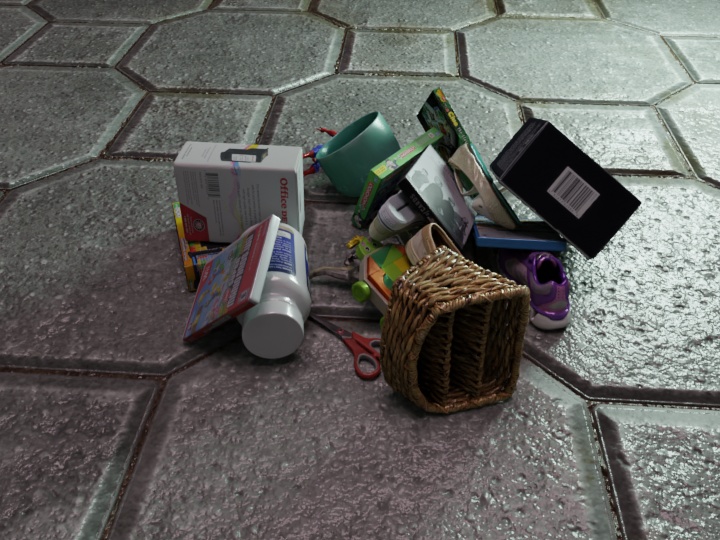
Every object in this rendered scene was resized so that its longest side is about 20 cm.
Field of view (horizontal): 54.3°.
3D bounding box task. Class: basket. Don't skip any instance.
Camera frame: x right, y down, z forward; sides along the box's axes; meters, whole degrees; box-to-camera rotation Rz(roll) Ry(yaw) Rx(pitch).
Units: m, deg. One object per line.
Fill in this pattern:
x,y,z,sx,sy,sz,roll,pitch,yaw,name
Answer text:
0.119,0.098,0.919,0.148,0.203,0.142,29,46,32,basket

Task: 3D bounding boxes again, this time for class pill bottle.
-0.135,0.030,1.072,0.117,0.121,0.202,-4,39,-5,pill bottle

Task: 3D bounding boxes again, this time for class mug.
0.012,-0.225,1.369,0.151,0.115,0.186,-16,28,44,mug

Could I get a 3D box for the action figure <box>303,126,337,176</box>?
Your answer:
-0.089,-0.245,1.450,0.098,0.066,0.199,19,31,35,action figure

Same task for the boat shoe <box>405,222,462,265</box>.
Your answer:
0.149,0.014,1.076,0.073,0.069,0.201,-27,73,-46,boat shoe

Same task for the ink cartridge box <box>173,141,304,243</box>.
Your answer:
-0.193,-0.125,1.157,0.196,0.148,0.083,3,36,2,ink cartridge box

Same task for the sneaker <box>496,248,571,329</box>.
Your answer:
0.284,0.000,1.133,0.079,0.090,0.201,-10,38,-10,sneaker

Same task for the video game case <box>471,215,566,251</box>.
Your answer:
0.264,-0.066,1.207,0.140,0.018,0.200,3,15,5,video game case

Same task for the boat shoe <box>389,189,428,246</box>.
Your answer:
0.104,-0.071,1.244,0.071,0.061,0.202,-17,42,-21,boat shoe

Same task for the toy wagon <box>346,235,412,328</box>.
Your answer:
0.054,0.013,1.104,0.154,0.040,0.200,-28,70,-42,toy wagon

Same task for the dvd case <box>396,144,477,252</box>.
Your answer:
0.138,-0.126,1.196,0.151,0.025,0.200,50,28,-8,dvd case

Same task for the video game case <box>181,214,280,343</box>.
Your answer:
-0.192,0.015,1.034,0.017,0.199,0.145,30,52,-28,video game case

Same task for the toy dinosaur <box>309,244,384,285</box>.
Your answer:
0.000,0.000,1.172,0.196,0.048,0.089,8,46,15,toy dinosaur

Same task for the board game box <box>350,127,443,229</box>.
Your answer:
0.070,-0.174,1.313,0.029,0.135,0.199,40,50,15,board game box

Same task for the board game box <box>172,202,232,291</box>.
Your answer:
-0.237,-0.060,1.237,0.162,0.057,0.201,-13,40,-13,board game box

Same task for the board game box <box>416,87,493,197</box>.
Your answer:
0.176,-0.234,1.331,0.023,0.105,0.202,-26,83,-21,board game box

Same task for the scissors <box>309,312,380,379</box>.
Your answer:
-0.016,0.099,1.075,0.072,0.014,0.200,-26,44,-25,scissors

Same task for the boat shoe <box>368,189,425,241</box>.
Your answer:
0.074,-0.102,1.172,0.073,0.062,0.199,56,34,5,boat shoe

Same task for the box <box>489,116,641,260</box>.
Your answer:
0.330,-0.143,1.168,0.199,0.124,0.197,39,13,-5,box

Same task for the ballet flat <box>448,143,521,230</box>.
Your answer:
0.211,-0.134,1.219,0.062,0.067,0.202,-35,54,17,ballet flat
